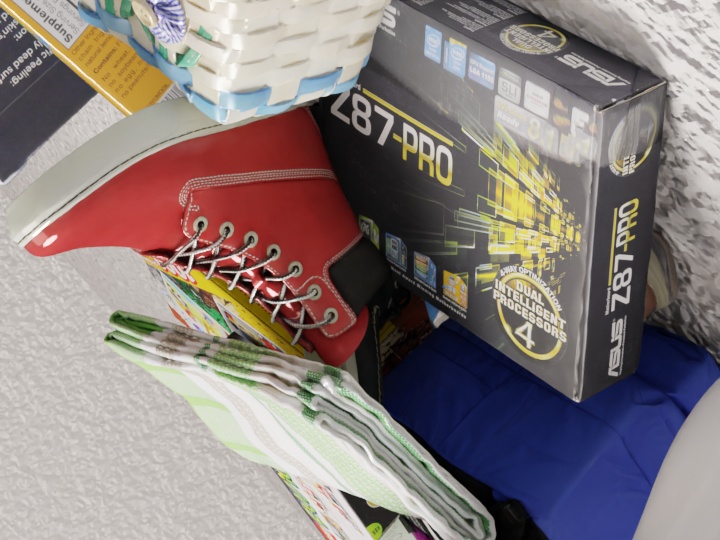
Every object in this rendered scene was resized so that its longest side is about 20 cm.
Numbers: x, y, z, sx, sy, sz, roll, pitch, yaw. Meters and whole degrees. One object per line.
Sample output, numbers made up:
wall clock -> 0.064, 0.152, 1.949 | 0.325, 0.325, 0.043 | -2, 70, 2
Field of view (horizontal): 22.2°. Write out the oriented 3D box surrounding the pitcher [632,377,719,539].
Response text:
pitcher -> 0.178, 0.110, 0.784 | 0.121, 0.200, 0.172 | 43, 167, 10

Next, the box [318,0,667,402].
box -> 0.057, -0.052, 0.889 | 0.200, 0.049, 0.162 | 35, 135, 39

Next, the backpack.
backpack -> 0.113, 0.104, 1.039 | 0.200, 0.168, 0.163 | 23, 149, 52

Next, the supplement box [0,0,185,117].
supplement box -> -0.152, -0.144, 1.068 | 0.200, 0.069, 0.067 | 44, 176, -30

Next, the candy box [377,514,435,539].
candy box -> 0.072, 0.209, 0.907 | 0.136, 0.061, 0.200 | 39, -178, -16

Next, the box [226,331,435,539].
box -> -0.017, 0.129, 1.144 | 0.110, 0.035, 0.200 | 31, 160, 42

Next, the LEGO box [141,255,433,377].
LEGO box -> -0.045, 0.024, 1.157 | 0.200, 0.077, 0.149 | 37, 163, 27

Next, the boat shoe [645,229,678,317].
boat shoe -> 0.077, -0.026, 0.980 | 0.200, 0.072, 0.076 | 36, 164, 38

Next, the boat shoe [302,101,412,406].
boat shoe -> -0.001, 0.000, 1.028 | 0.075, 0.066, 0.201 | 133, 128, -63

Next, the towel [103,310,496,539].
towel -> -0.037, 0.085, 0.954 | 0.199, 0.031, 0.149 | 11, 152, 50

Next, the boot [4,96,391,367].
boot -> -0.066, -0.008, 0.873 | 0.072, 0.200, 0.145 | -30, 86, 40

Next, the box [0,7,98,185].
box -> -0.230, -0.198, 1.149 | 0.200, 0.197, 0.117 | 52, 166, -28

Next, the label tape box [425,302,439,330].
label tape box -> -0.009, -0.032, 1.189 | 0.144, 0.066, 0.200 | 53, 162, -26

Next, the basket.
basket -> -0.054, -0.179, 0.822 | 0.176, 0.139, 0.201 | 38, 129, 36

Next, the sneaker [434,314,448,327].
sneaker -> 0.066, 0.108, 1.297 | 0.080, 0.130, 0.199 | 54, 165, -31
